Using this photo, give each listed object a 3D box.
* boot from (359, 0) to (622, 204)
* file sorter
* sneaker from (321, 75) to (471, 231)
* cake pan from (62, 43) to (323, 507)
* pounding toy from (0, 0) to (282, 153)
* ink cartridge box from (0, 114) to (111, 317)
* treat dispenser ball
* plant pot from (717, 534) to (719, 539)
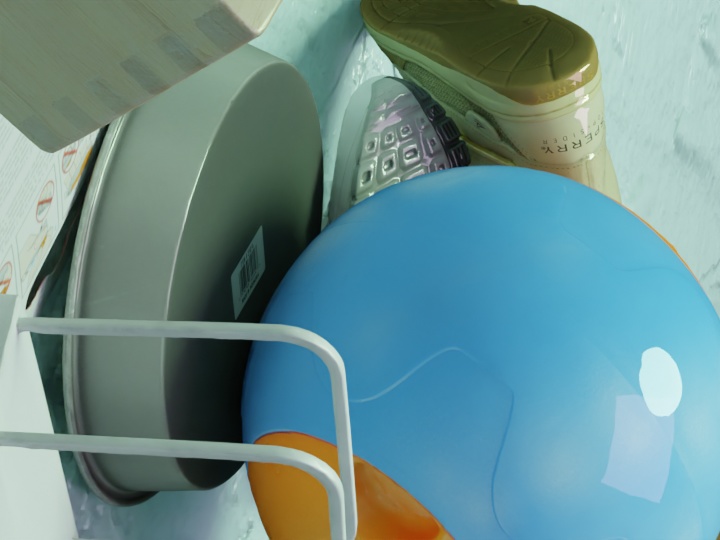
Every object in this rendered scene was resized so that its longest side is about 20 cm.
[{"bbox_3d":[0.069,-0.053,1.052,0.072,0.200,0.157,-25,118,-13],"label":"boot"},{"bbox_3d":[-0.068,0.129,0.719,0.139,0.123,0.201,87,6,-48],"label":"file sorter"},{"bbox_3d":[0.000,0.000,1.027,0.074,0.087,0.202,-20,129,-32],"label":"sneaker"},{"bbox_3d":[-0.061,-0.001,0.907,0.200,0.036,0.202,11,90,-74],"label":"cake pan"},{"bbox_3d":[-0.050,-0.153,0.639,0.200,0.142,0.185,44,49,-22],"label":"pounding toy"},{"bbox_3d":[-0.124,-0.062,0.764,0.201,0.047,0.161,97,13,-55],"label":"ink cartridge box"},{"bbox_3d":[0.051,0.059,0.901,0.201,0.199,0.203,8,90,-69],"label":"treat dispenser ball"},{"bbox_3d":[0.360,0.141,1.911,0.200,0.184,0.188,-70,159,-61],"label":"plant pot"}]
